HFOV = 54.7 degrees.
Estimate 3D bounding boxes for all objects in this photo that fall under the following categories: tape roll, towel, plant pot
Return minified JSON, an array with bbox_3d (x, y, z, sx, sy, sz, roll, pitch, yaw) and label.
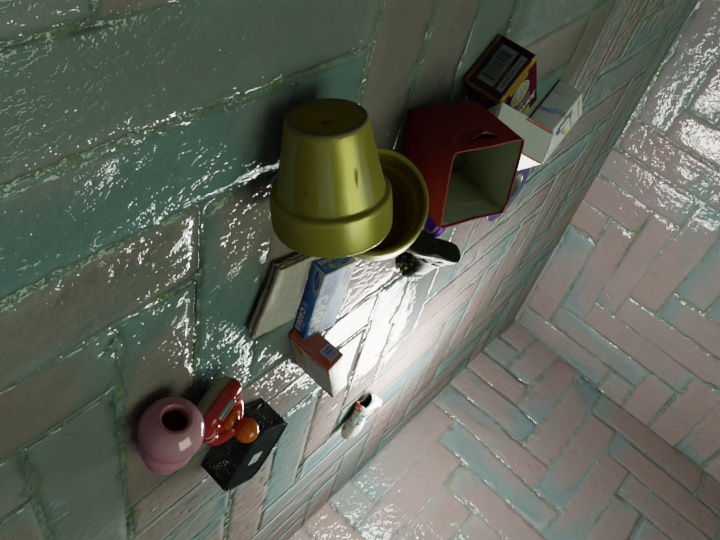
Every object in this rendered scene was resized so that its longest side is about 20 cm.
[{"bbox_3d":[0.405,-0.250,2.051,0.200,0.085,0.201,-43,159,-21],"label":"tape roll"},{"bbox_3d":[-0.142,0.038,1.449,0.199,0.032,0.192,-25,146,-52],"label":"towel"},{"bbox_3d":[-0.048,-0.155,1.094,0.200,0.200,0.190,-35,139,-36],"label":"plant pot"},{"bbox_3d":[0.024,-0.111,1.342,0.201,0.200,0.189,-48,175,-8],"label":"plant pot"},{"bbox_3d":[0.000,0.000,1.639,0.200,0.032,0.192,-43,155,-14],"label":"towel"}]

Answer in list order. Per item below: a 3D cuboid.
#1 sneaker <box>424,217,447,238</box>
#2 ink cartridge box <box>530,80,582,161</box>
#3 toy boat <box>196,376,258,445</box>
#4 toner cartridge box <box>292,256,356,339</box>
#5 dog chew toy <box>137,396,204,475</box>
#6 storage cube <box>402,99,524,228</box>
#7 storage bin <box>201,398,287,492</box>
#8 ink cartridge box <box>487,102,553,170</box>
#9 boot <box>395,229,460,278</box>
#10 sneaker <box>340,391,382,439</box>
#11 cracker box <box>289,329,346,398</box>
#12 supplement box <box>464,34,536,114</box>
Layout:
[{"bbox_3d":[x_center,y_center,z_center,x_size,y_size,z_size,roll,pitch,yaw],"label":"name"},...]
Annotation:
[{"bbox_3d":[0.195,-0.182,1.725,0.099,0.069,0.202,19,92,-59],"label":"sneaker"},{"bbox_3d":[0.566,-0.439,2.070,0.201,0.087,0.145,-53,159,-1],"label":"ink cartridge box"},{"bbox_3d":[-0.271,0.313,1.456,0.131,0.130,0.200,-55,175,-24],"label":"toy boat"},{"bbox_3d":[-0.078,0.052,1.490,0.095,0.043,0.201,-25,148,-40],"label":"toner cartridge box"},{"bbox_3d":[-0.371,0.329,1.340,0.124,0.125,0.201,-32,161,-41],"label":"dog chew toy"},{"bbox_3d":[0.199,-0.223,1.419,0.169,0.180,0.202,-15,133,-23],"label":"storage cube"},{"bbox_3d":[-0.286,0.430,1.721,0.201,0.094,0.135,-59,159,18],"label":"storage bin"},{"bbox_3d":[0.310,-0.288,1.561,0.086,0.144,0.200,-68,-163,-6],"label":"ink cartridge box"},{"bbox_3d":[0.133,-0.042,1.753,0.198,0.074,0.150,15,154,-29],"label":"boot"},{"bbox_3d":[-0.010,0.516,2.518,0.200,0.070,0.094,-46,142,-8],"label":"sneaker"},{"bbox_3d":[-0.101,0.218,1.695,0.058,0.134,0.201,-43,159,-21],"label":"cracker box"},{"bbox_3d":[0.320,-0.409,1.570,0.131,0.103,0.200,-52,160,-1],"label":"supplement box"}]
